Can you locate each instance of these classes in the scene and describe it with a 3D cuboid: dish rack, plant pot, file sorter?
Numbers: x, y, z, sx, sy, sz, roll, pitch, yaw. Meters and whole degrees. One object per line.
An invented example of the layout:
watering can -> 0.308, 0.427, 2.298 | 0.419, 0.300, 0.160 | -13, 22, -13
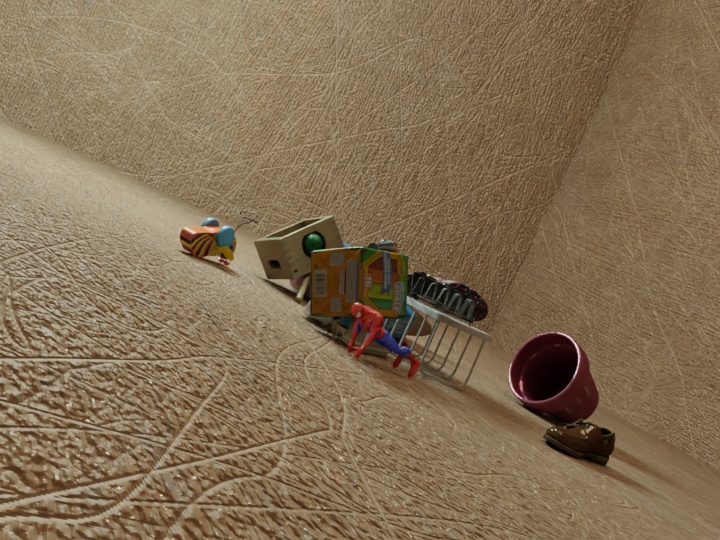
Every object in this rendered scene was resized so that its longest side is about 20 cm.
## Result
dish rack -> 0.167, 0.057, 1.368 | 0.152, 0.055, 0.200 | 24, 2, 4
plant pot -> 0.497, 0.284, 1.681 | 0.179, 0.201, 0.200 | 43, -8, -31
file sorter -> 0.147, 0.144, 1.431 | 0.138, 0.126, 0.200 | 24, 2, -27

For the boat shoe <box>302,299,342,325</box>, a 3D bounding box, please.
boat shoe -> -0.062, 0.077, 1.392 | 0.068, 0.072, 0.200 | 41, 0, 5

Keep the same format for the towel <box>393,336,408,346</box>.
towel -> 0.037, 0.140, 1.671 | 0.144, 0.023, 0.200 | 27, 1, -10

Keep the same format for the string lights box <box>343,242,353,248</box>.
string lights box -> -0.030, -0.004, 1.790 | 0.199, 0.104, 0.059 | 28, 13, 6

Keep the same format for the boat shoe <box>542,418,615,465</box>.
boat shoe -> 0.416, 0.313, 1.279 | 0.199, 0.069, 0.072 | 23, 4, -42

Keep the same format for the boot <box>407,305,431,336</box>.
boot -> 0.116, 0.135, 1.780 | 0.199, 0.071, 0.146 | 25, -7, 26

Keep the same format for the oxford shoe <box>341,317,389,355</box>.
oxford shoe -> 0.021, 0.125, 1.297 | 0.075, 0.058, 0.200 | 25, 0, 20

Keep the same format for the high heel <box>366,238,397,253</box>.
high heel -> 0.000, 0.000, 1.574 | 0.072, 0.200, 0.142 | 56, 22, 12

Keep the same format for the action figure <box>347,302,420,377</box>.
action figure -> 0.022, 0.133, 1.146 | 0.065, 0.099, 0.200 | 23, -23, 45

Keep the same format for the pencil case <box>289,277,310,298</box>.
pencil case -> -0.102, 0.039, 1.683 | 0.087, 0.088, 0.199 | 24, 2, -41

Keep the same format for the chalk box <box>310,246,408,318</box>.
chalk box -> 0.013, 0.029, 1.287 | 0.123, 0.126, 0.199 | -2, -5, 37

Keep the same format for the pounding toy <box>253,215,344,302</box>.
pounding toy -> -0.140, -0.030, 1.605 | 0.183, 0.144, 0.199 | -26, 14, -29

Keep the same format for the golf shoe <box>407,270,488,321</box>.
golf shoe -> 0.194, 0.055, 1.516 | 0.198, 0.073, 0.092 | 24, 0, 10

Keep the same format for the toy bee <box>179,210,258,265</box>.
toy bee -> -0.307, -0.055, 1.480 | 0.198, 0.110, 0.131 | -6, 29, -35

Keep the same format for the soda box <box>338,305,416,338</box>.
soda box -> 0.030, 0.097, 1.539 | 0.199, 0.068, 0.064 | 16, 21, -39
